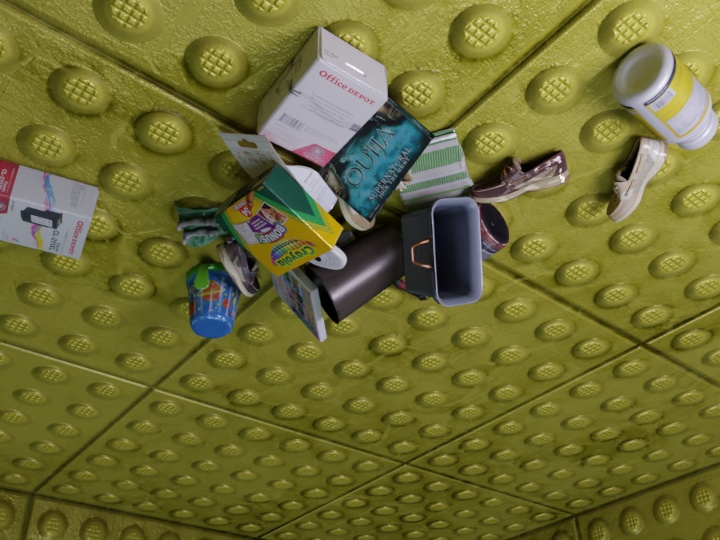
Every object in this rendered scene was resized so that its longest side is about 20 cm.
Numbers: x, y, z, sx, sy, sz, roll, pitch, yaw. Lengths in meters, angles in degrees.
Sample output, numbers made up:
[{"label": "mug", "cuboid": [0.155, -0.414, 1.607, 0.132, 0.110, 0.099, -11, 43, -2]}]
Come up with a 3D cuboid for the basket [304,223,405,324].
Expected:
[{"label": "basket", "cuboid": [0.000, 0.000, 1.594, 0.197, 0.138, 0.180, -31, -171, -13]}]

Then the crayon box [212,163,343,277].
[{"label": "crayon box", "cuboid": [-0.155, -0.086, 1.406, 0.172, 0.059, 0.198, 44, 144, -19]}]

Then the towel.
[{"label": "towel", "cuboid": [0.139, -0.191, 1.491, 0.149, 0.024, 0.201, -12, 144, 14]}]

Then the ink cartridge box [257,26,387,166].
[{"label": "ink cartridge box", "cuboid": [-0.065, -0.288, 1.290, 0.144, 0.084, 0.199, 22, 138, -30]}]

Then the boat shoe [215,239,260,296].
[{"label": "boat shoe", "cuboid": [-0.253, -0.006, 1.671, 0.064, 0.073, 0.201, -24, 148, 2]}]

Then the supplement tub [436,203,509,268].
[{"label": "supplement tub", "cuboid": [0.210, -0.053, 1.610, 0.106, 0.109, 0.198, 27, 136, -34]}]

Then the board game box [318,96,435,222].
[{"label": "board game box", "cuboid": [0.023, -0.203, 1.363, 0.134, 0.028, 0.201, 38, 119, 0]}]

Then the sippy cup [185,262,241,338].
[{"label": "sippy cup", "cuboid": [-0.334, 0.076, 1.729, 0.138, 0.133, 0.176, -28, 138, 32]}]

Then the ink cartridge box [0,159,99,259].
[{"label": "ink cartridge box", "cuboid": [-0.627, -0.116, 1.488, 0.196, 0.084, 0.146, 15, 140, -22]}]

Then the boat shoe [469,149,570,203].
[{"label": "boat shoe", "cuboid": [0.303, -0.187, 1.479, 0.195, 0.073, 0.073, -12, 113, 18]}]

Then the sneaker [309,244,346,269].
[{"label": "sneaker", "cuboid": [-0.102, -0.088, 1.522, 0.196, 0.113, 0.074, 25, 141, 5]}]

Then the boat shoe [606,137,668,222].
[{"label": "boat shoe", "cuboid": [0.526, -0.179, 1.494, 0.063, 0.073, 0.202, 12, 140, -6]}]

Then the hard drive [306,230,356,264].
[{"label": "hard drive", "cuboid": [-0.042, -0.008, 1.723, 0.129, 0.027, 0.201, -15, 142, 16]}]

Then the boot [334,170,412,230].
[{"label": "boot", "cuboid": [0.030, -0.157, 1.466, 0.151, 0.073, 0.201, -6, 140, 23]}]

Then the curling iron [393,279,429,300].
[{"label": "curling iron", "cuboid": [0.095, 0.024, 1.774, 0.049, 0.026, 0.198, -24, 140, 37]}]

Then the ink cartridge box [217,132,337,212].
[{"label": "ink cartridge box", "cuboid": [-0.152, -0.189, 1.395, 0.158, 0.048, 0.201, 14, 150, 46]}]

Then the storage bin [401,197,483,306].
[{"label": "storage bin", "cuboid": [0.145, -0.035, 1.512, 0.143, 0.206, 0.133, -6, -177, -34]}]

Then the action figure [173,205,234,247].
[{"label": "action figure", "cuboid": [-0.275, -0.096, 1.569, 0.194, 0.056, 0.119, -9, 141, 1]}]

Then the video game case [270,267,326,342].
[{"label": "video game case", "cuboid": [-0.143, 0.043, 1.676, 0.023, 0.182, 0.202, -34, 149, -20]}]

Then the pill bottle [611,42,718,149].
[{"label": "pill bottle", "cuboid": [0.527, -0.289, 1.302, 0.198, 0.114, 0.111, 27, 135, -34]}]
